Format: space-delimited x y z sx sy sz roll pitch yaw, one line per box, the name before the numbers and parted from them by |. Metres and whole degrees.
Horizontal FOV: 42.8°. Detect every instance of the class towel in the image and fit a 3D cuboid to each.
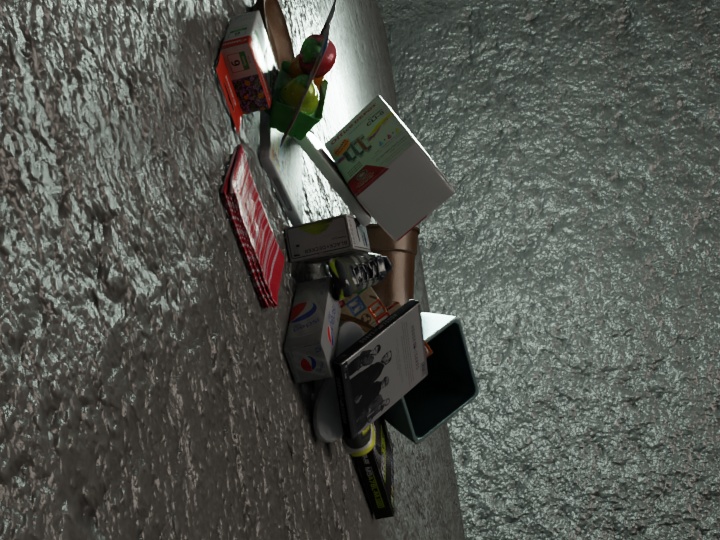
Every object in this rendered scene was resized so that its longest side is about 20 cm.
towel | -0.152 -0.062 1.327 0.146 0.022 0.203 -88 164 -57

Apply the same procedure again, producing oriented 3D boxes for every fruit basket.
fruit basket | -0.088 -0.325 1.476 0.187 0.092 0.202 -84 -166 -49

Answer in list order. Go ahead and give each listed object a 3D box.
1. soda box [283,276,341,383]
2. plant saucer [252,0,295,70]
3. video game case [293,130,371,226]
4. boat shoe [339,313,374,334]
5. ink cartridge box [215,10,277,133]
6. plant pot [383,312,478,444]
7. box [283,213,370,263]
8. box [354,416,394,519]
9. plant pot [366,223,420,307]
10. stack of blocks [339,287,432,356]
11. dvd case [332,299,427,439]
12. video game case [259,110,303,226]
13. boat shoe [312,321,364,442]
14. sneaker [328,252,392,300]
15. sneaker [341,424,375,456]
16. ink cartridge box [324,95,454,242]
soda box | -0.075 0.092 1.477 0.201 0.062 0.069 -84 160 -60
plant saucer | -0.157 -0.404 1.655 0.200 0.036 0.205 -11 90 -80
video game case | -0.049 -0.176 1.669 0.201 0.024 0.182 52 7 -10
boat shoe | -0.001 0.130 1.615 0.072 0.197 0.073 7 104 -68
ink cartridge box | -0.171 -0.306 1.404 0.202 0.049 0.110 -89 166 -55
plant pot | 0.098 0.205 1.931 0.198 0.194 0.199 16 -49 51
box | -0.054 -0.053 1.619 0.200 0.114 0.061 -1 79 -80
box | 0.027 0.355 1.836 0.201 0.047 0.196 -88 166 -58
plant pot | 0.028 0.021 1.847 0.200 0.196 0.203 35 52 -76
stack of blocks | 0.032 0.104 1.723 0.202 0.114 0.059 55 -5 -3
dvd case | 0.036 0.159 1.493 0.199 0.024 0.153 -35 129 -38
video game case | -0.137 -0.208 1.589 0.183 0.022 0.203 67 16 -53
boat shoe | -0.045 0.186 1.523 0.070 0.070 0.204 -26 -130 58
sneaker | 0.000 0.000 1.584 0.200 0.079 0.075 -36 110 -72
sneaker | -0.015 0.215 1.581 0.085 0.073 0.202 78 -4 -50
ink cartridge box | 0.049 -0.188 1.672 0.145 0.145 0.201 44 10 -37
